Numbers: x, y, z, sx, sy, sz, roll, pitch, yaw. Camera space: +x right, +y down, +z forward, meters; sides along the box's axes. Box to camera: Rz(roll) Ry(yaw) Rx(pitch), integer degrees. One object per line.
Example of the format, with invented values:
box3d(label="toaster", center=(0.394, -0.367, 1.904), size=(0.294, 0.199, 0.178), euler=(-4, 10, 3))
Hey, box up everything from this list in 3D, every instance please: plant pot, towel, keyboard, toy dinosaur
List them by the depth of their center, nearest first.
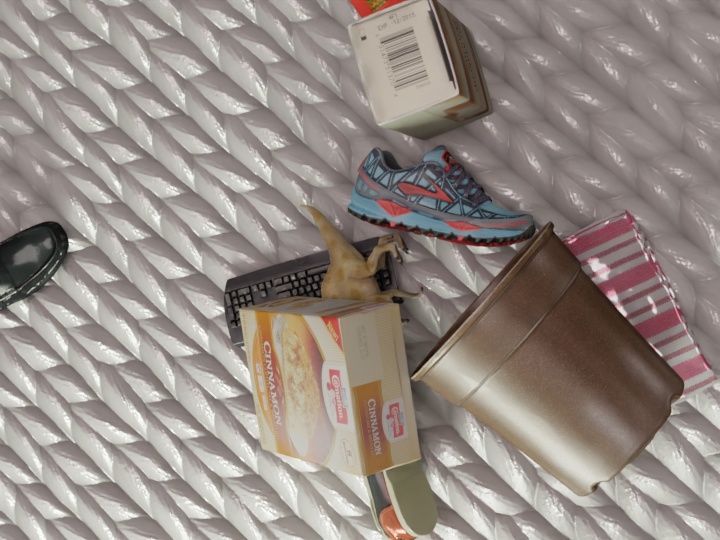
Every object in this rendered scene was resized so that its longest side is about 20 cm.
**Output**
box3d(label="plant pot", center=(0.186, 0.093, 1.209), size=(0.198, 0.200, 0.201), euler=(41, 102, 2))
box3d(label="towel", center=(0.252, 0.056, 1.288), size=(0.146, 0.030, 0.201), euler=(-28, 85, 16))
box3d(label="toy dinosaur", center=(0.000, 0.000, 1.326), size=(0.101, 0.058, 0.201), euler=(-26, 78, 15))
box3d(label="keyboard", center=(-0.050, 0.048, 1.377), size=(0.199, 0.021, 0.128), euler=(-16, 87, 16))

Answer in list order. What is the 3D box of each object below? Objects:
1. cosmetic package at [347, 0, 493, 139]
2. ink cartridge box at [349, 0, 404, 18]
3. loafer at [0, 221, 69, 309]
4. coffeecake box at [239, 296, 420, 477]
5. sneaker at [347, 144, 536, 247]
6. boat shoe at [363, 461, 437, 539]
box3d(label="cosmetic package", center=(0.063, -0.194, 1.244), size=(0.087, 0.200, 0.104), euler=(-18, 88, 14))
box3d(label="ink cartridge box", center=(0.008, -0.379, 1.331), size=(0.162, 0.050, 0.201), euler=(-37, 79, 14))
box3d(label="loafer", center=(-0.419, 0.012, 1.452), size=(0.200, 0.070, 0.068), euler=(-34, 84, 14))
box3d(label="coffeecake box", center=(-0.034, 0.110, 1.270), size=(0.200, 0.073, 0.155), euler=(1, 102, 57))
box3d(label="sneaker", center=(0.086, -0.080, 1.305), size=(0.199, 0.079, 0.096), euler=(13, 93, 15))
box3d(label="boat shoe", center=(0.024, 0.187, 1.340), size=(0.062, 0.071, 0.201), euler=(-29, 75, 53))
